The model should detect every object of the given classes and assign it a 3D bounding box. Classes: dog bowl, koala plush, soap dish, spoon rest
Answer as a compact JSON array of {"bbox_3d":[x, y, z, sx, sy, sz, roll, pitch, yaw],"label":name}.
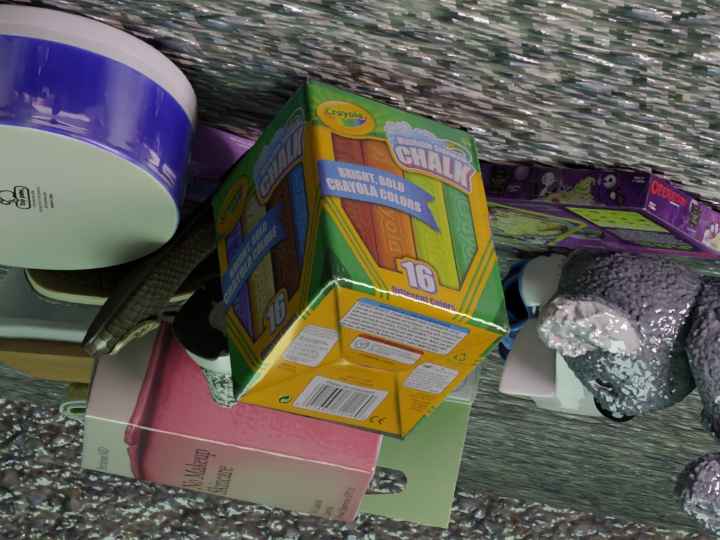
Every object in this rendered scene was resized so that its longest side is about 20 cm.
[{"bbox_3d":[-0.201,-0.076,1.472,0.200,0.079,0.200,4,155,2],"label":"dog bowl"},{"bbox_3d":[0.214,0.047,1.630,0.200,0.184,0.177,23,-157,8],"label":"koala plush"},{"bbox_3d":[-0.183,0.016,1.879,0.200,0.157,0.081,2,140,45],"label":"soap dish"},{"bbox_3d":[0.147,0.069,1.772,0.099,0.061,0.200,6,175,17],"label":"spoon rest"}]

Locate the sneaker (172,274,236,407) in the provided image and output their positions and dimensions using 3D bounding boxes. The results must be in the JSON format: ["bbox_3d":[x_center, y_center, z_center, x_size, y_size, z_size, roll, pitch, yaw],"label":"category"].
[{"bbox_3d":[-0.031,0.023,1.588,0.077,0.200,0.089,47,154,33],"label":"sneaker"}]

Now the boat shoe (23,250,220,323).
[{"bbox_3d":[-0.125,0.004,1.604,0.200,0.073,0.065,-3,145,-23],"label":"boat shoe"}]

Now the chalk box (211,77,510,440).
[{"bbox_3d":[-0.005,-0.023,1.463,0.125,0.200,0.124,15,137,-28],"label":"chalk box"}]

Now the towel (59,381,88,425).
[{"bbox_3d":[-0.126,0.046,1.907,0.171,0.200,0.048,5,142,40],"label":"towel"}]

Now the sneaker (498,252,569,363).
[{"bbox_3d":[0.132,0.029,1.842,0.082,0.074,0.200,13,161,-11],"label":"sneaker"}]

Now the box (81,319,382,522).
[{"bbox_3d":[-0.085,0.089,1.687,0.200,0.109,0.128,11,158,-3],"label":"box"}]

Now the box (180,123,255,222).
[{"bbox_3d":[-0.127,-0.041,1.653,0.200,0.039,0.137,17,135,-27],"label":"box"}]

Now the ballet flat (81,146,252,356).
[{"bbox_3d":[-0.098,-0.012,1.538,0.046,0.200,0.067,47,152,-10],"label":"ballet flat"}]

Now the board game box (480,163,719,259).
[{"bbox_3d":[0.128,-0.040,1.583,0.200,0.032,0.120,5,164,37],"label":"board game box"}]

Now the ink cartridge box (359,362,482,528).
[{"bbox_3d":[0.018,0.089,1.928,0.145,0.200,0.048,11,172,8],"label":"ink cartridge box"}]
